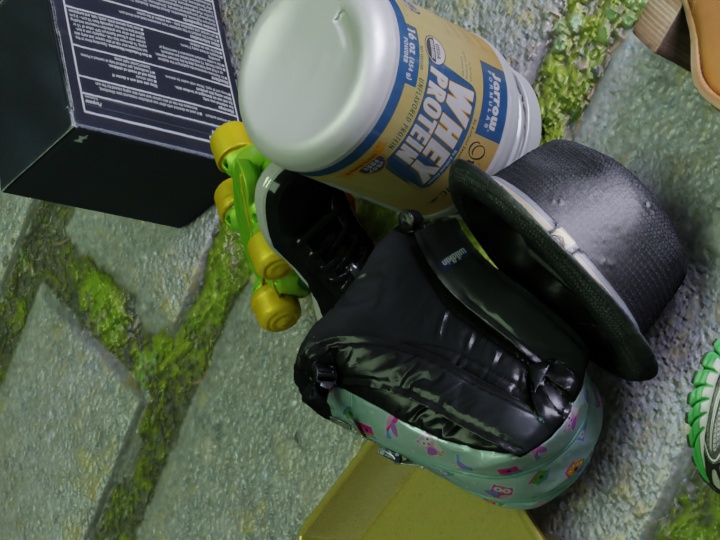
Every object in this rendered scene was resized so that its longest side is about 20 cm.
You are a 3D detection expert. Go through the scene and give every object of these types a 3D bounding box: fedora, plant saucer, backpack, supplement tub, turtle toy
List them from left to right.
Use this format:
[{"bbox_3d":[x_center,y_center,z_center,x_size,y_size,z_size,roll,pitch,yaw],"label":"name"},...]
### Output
[{"bbox_3d":[-0.054,-0.056,1.619,0.201,0.100,0.147,93,159,-56],"label":"turtle toy"},{"bbox_3d":[0.025,-0.120,1.484,0.144,0.199,0.146,-15,67,40],"label":"supplement tub"},{"bbox_3d":[0.056,0.207,1.505,0.201,0.048,0.201,-54,48,26],"label":"plant saucer"},{"bbox_3d":[0.074,0.072,1.415,0.199,0.127,0.168,27,74,29],"label":"backpack"},{"bbox_3d":[0.152,-0.021,1.389,0.091,0.201,0.200,-41,45,-8],"label":"fedora"}]

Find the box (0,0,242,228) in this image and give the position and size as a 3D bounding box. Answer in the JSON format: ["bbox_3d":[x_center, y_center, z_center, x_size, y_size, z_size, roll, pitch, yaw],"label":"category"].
[{"bbox_3d":[-0.217,-0.161,1.776,0.123,0.199,0.200,-36,56,37],"label":"box"}]

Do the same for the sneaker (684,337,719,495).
[{"bbox_3d":[0.270,0.055,1.272,0.085,0.078,0.202,36,109,45],"label":"sneaker"}]

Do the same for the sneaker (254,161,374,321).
[{"bbox_3d":[0.000,0.000,1.529,0.073,0.201,0.112,-45,48,-14],"label":"sneaker"}]

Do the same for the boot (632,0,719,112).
[{"bbox_3d":[0.276,-0.176,1.330,0.156,0.076,0.200,-58,38,17],"label":"boot"}]
